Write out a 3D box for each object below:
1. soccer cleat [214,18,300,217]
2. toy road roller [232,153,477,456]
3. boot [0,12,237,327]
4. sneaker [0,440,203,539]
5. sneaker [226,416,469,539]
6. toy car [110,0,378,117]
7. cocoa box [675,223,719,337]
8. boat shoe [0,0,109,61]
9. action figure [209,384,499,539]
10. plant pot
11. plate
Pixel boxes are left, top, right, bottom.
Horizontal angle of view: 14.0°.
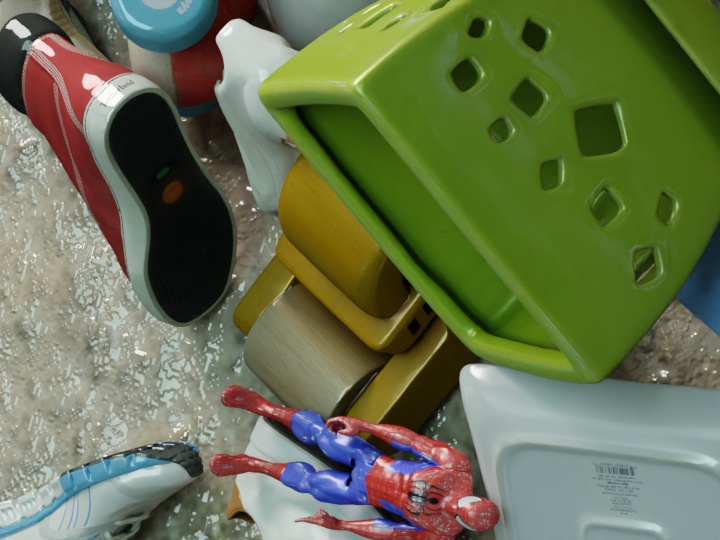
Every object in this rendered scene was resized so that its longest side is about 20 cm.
[{"bbox_3d":[-0.046,-0.089,1.693,0.069,0.200,0.078,-41,77,-11],"label":"soccer cleat"},{"bbox_3d":[0.000,0.000,1.674,0.123,0.146,0.200,43,104,28],"label":"toy road roller"},{"bbox_3d":[-0.153,-0.064,1.768,0.072,0.200,0.144,-39,48,-20],"label":"boot"},{"bbox_3d":[-0.168,0.166,1.798,0.200,0.075,0.087,-27,78,32],"label":"sneaker"},{"bbox_3d":[-0.001,0.166,1.700,0.200,0.073,0.085,34,103,40],"label":"sneaker"},{"bbox_3d":[-0.045,-0.191,1.744,0.200,0.184,0.177,-5,78,0],"label":"toy car"},{"bbox_3d":[0.283,0.025,1.516,0.200,0.133,0.131,43,104,27],"label":"cocoa box"},{"bbox_3d":[-0.205,-0.141,1.858,0.072,0.066,0.201,-37,67,-8],"label":"boat shoe"},{"bbox_3d":[-0.002,0.114,1.635,0.200,0.052,0.066,14,92,38],"label":"action figure"},{"bbox_3d":[0.092,-0.078,1.498,0.181,0.199,0.200,-43,103,-9],"label":"plant pot"},{"bbox_3d":[0.150,0.149,1.570,0.199,0.032,0.200,6,122,31],"label":"plate"}]
